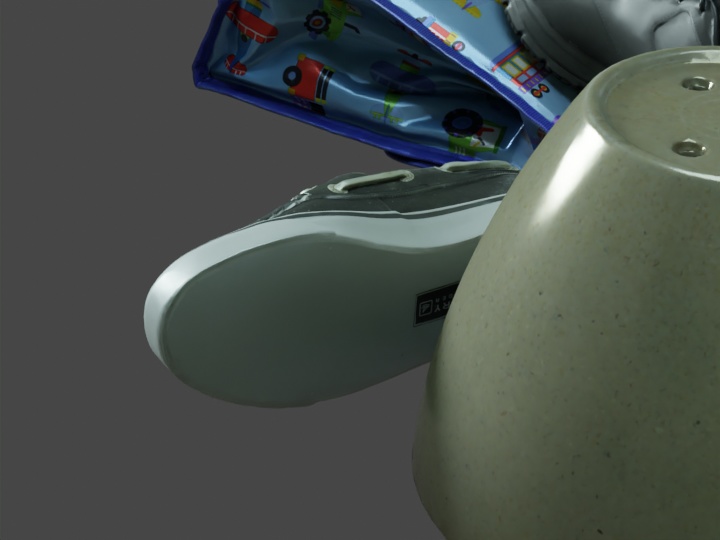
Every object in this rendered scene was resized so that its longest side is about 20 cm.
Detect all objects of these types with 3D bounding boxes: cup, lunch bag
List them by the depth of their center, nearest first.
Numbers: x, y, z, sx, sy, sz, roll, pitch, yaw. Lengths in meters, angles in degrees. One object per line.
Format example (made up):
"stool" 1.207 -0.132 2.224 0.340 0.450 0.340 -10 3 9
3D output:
"cup" 0.120 0.009 0.923 0.200 0.144 0.200 2 29 -1
"lunch bag" 0.054 -0.105 1.190 0.200 0.094 0.151 26 34 20

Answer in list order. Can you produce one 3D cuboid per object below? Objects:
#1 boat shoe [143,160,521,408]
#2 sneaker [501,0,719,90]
"boat shoe" 0.000 0.000 1.012 0.200 0.071 0.064 -9 31 -35
"sneaker" 0.129 -0.094 1.103 0.076 0.091 0.200 -11 54 -36
